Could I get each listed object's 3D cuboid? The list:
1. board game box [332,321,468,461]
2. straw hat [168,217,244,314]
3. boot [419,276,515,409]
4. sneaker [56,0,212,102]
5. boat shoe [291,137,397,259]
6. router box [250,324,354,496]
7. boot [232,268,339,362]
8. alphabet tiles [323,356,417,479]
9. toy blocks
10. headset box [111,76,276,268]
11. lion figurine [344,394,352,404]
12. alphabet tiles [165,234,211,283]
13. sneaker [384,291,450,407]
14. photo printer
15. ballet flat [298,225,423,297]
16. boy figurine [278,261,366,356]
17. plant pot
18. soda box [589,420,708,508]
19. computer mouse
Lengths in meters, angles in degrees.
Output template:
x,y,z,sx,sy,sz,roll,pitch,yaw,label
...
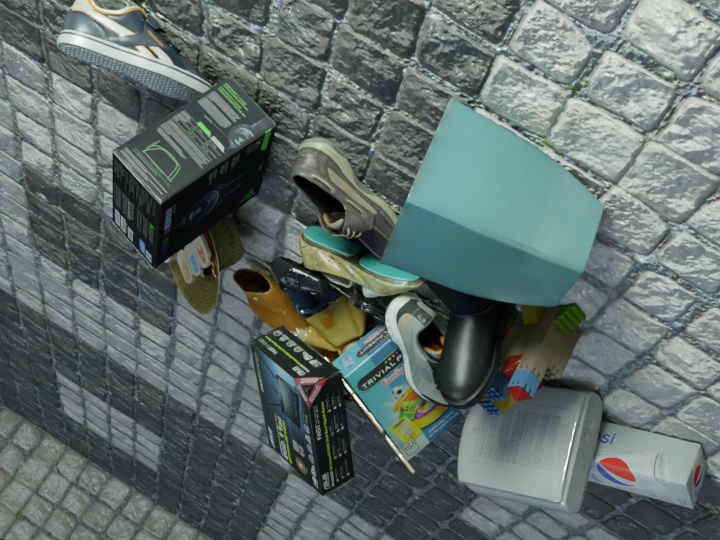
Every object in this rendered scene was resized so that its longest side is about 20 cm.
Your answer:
x,y,z,sx,sy,sz,roll,pitch,yaw,label
0.072,0.158,1.464,0.201,0.151,0.047,55,172,-35,board game box
-0.219,-0.038,1.519,0.201,0.084,0.203,36,135,45,straw hat
0.116,0.041,1.211,0.073,0.200,0.163,3,146,37,boot
-0.264,-0.273,1.244,0.198,0.080,0.078,20,166,-31,sneaker
-0.022,-0.075,1.290,0.200,0.074,0.074,47,148,-23,boat shoe
-0.083,0.201,1.464,0.149,0.062,0.202,33,138,47,router box
-0.107,0.070,1.584,0.200,0.071,0.144,23,161,35,boot
0.017,0.217,1.471,0.200,0.008,0.167,50,174,15,alphabet tiles
0.190,0.122,1.310,0.100,0.137,0.199,45,149,-21,toy blocks
-0.208,-0.125,1.284,0.093,0.200,0.174,45,152,10,headset box
-0.075,0.169,1.564,0.123,0.072,0.200,58,153,6,lion figurine
-0.272,-0.084,1.481,0.200,0.014,0.197,-33,77,59,alphabet tiles
0.098,0.120,1.381,0.079,0.074,0.201,29,155,50,sneaker
0.228,0.241,1.426,0.199,0.168,0.069,1,158,43,photo printer
0.000,0.000,1.382,0.198,0.071,0.071,23,150,27,ballet flat
-0.045,0.077,1.516,0.123,0.065,0.201,-28,114,11,boy figurine
0.147,-0.055,1.094,0.198,0.142,0.142,24,151,2,plant pot
0.371,0.262,1.411,0.198,0.069,0.064,10,144,37,soda box
-0.037,0.036,1.407,0.198,0.034,0.059,27,-174,9,computer mouse
